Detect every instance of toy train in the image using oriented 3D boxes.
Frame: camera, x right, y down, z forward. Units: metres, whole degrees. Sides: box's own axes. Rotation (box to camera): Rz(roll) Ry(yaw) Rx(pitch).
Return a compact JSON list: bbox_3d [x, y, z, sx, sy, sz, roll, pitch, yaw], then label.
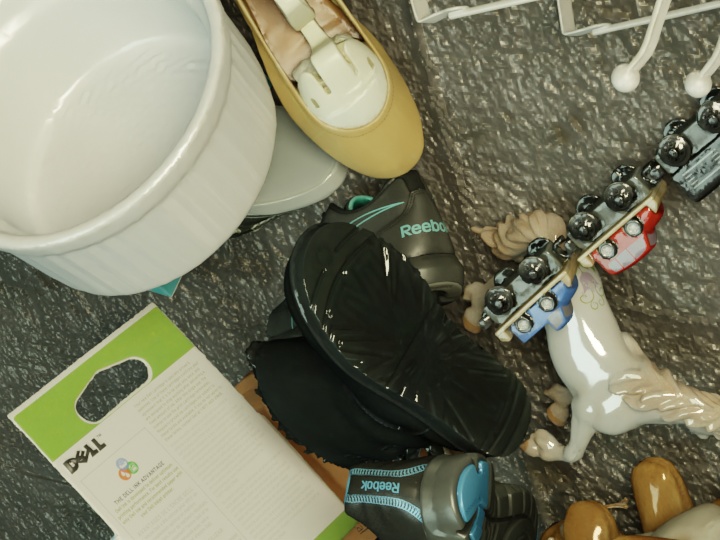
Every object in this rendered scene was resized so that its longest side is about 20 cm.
[{"bbox_3d":[0.139,-0.024,1.160,0.046,0.034,0.200,44,119,-7],"label":"toy train"}]

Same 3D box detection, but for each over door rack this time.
[{"bbox_3d":[0.141,-0.118,1.037,0.199,0.147,0.067,7,96,38],"label":"over door rack"}]

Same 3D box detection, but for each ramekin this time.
[{"bbox_3d":[-0.145,-0.084,1.248,0.199,0.202,0.098,16,163,33],"label":"ramekin"}]

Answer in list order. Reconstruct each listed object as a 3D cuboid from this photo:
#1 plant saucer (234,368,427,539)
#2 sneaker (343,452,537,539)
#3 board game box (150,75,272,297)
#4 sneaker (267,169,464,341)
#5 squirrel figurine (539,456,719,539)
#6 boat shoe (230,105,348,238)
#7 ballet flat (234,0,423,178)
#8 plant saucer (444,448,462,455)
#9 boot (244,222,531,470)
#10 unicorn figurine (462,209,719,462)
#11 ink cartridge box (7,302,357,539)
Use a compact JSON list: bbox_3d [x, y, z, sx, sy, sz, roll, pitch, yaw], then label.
[{"bbox_3d":[-0.017,0.151,1.437,0.199,0.032,0.202,24,134,27],"label":"plant saucer"},{"bbox_3d":[0.053,0.152,1.274,0.081,0.074,0.200,2,154,21],"label":"sneaker"},{"bbox_3d":[-0.172,-0.081,1.351,0.199,0.152,0.047,16,164,34],"label":"board game box"},{"bbox_3d":[0.000,0.000,1.335,0.200,0.075,0.080,-28,71,55],"label":"sneaker"},{"bbox_3d":[0.185,0.214,1.271,0.201,0.141,0.186,57,146,-5],"label":"squirrel figurine"},{"bbox_3d":[-0.084,-0.057,1.362,0.198,0.071,0.064,-2,152,34],"label":"boat shoe"},{"bbox_3d":[-0.033,-0.136,1.237,0.201,0.068,0.063,53,-177,-3],"label":"ballet flat"},{"bbox_3d":[0.003,0.138,1.453,0.199,0.029,0.201,23,133,27],"label":"plant saucer"},{"bbox_3d":[-0.009,0.051,1.256,0.198,0.074,0.162,41,153,-28],"label":"boot"},{"bbox_3d":[0.136,0.053,1.233,0.200,0.074,0.137,51,144,-6],"label":"unicorn figurine"},{"bbox_3d":[-0.123,0.144,1.391,0.200,0.148,0.076,47,141,4],"label":"ink cartridge box"}]
